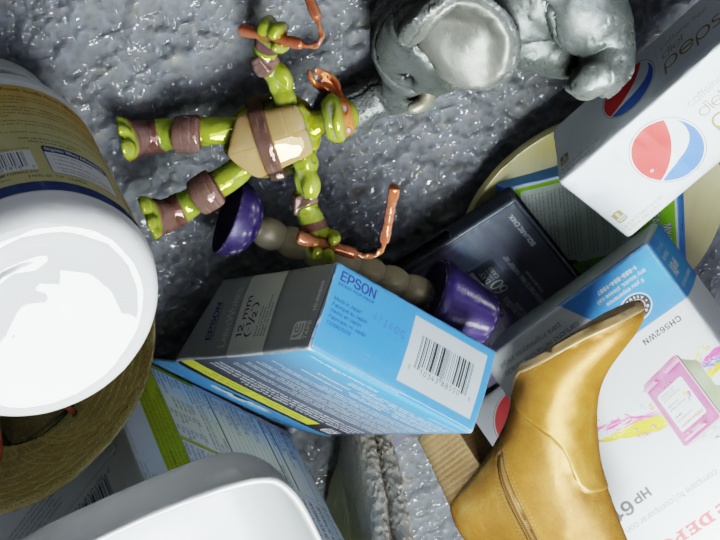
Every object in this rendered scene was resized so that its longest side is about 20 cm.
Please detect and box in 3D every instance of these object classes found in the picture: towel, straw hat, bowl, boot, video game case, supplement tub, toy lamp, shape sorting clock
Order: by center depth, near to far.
[{"bbox_3d":[-0.210,-0.026,1.247,0.143,0.200,0.145,-12,127,-16],"label":"supplement tub"},{"bbox_3d":[-0.115,0.202,1.275,0.199,0.075,0.201,-23,127,-7],"label":"bowl"},{"bbox_3d":[-0.203,0.074,1.351,0.200,0.202,0.085,-36,149,2],"label":"straw hat"},{"bbox_3d":[0.143,0.124,1.400,0.201,0.144,0.071,-38,172,29],"label":"boot"},{"bbox_3d":[0.000,0.000,1.427,0.199,0.058,0.058,22,113,-16],"label":"toy lamp"},{"bbox_3d":[0.010,0.197,1.494,0.034,0.201,0.133,2,136,-13],"label":"towel"},{"bbox_3d":[0.058,0.039,1.516,0.199,0.019,0.143,-33,131,12],"label":"video game case"},{"bbox_3d":[0.165,-0.033,1.521,0.198,0.039,0.201,-7,132,-8],"label":"shape sorting clock"}]

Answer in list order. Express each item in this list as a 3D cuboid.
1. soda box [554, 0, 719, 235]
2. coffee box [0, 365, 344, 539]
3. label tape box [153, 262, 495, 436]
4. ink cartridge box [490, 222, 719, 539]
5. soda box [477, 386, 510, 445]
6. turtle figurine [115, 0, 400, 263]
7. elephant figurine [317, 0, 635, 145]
[{"bbox_3d":[0.218,-0.117,1.379,0.068,0.064,0.200,35,119,-24],"label":"soda box"},{"bbox_3d":[-0.143,0.207,1.441,0.197,0.200,0.200,28,108,-36],"label":"coffee box"},{"bbox_3d":[-0.029,0.057,1.432,0.143,0.199,0.067,28,71,-31],"label":"label tape box"},{"bbox_3d":[0.203,0.093,1.467,0.144,0.085,0.200,-37,93,16],"label":"ink cartridge box"},{"bbox_3d":[0.159,0.098,1.564,0.199,0.068,0.064,-35,147,15],"label":"soda box"},{"bbox_3d":[-0.069,-0.090,1.345,0.160,0.064,0.201,-16,109,0],"label":"turtle figurine"},{"bbox_3d":[0.067,-0.160,1.340,0.198,0.142,0.157,-5,97,-3],"label":"elephant figurine"}]
